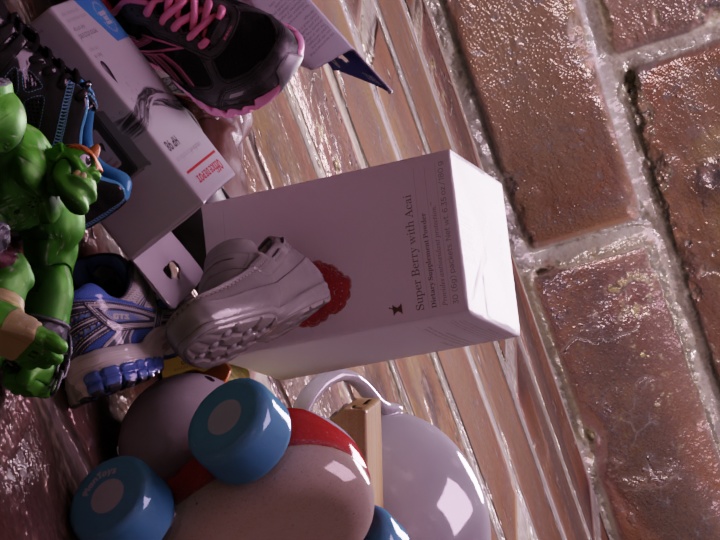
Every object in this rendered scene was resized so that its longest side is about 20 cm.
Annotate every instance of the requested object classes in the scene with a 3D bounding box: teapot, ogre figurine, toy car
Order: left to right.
[{"bbox_3d":[-0.204,-0.029,1.257,0.200,0.097,0.121,46,45,-38],"label":"ogre figurine"},{"bbox_3d":[-0.090,0.120,1.451,0.184,0.176,0.201,48,13,-41],"label":"toy car"},{"bbox_3d":[-0.002,0.209,1.774,0.145,0.198,0.201,-13,59,-45],"label":"teapot"}]

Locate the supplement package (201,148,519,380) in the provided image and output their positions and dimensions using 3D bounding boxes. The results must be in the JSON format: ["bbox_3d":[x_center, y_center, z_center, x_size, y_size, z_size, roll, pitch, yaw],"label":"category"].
[{"bbox_3d":[0.000,0.000,1.630,0.120,0.198,0.122,23,57,-65],"label":"supplement package"}]

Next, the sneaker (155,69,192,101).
[{"bbox_3d":[-0.139,-0.177,1.722,0.082,0.078,0.200,32,20,-16],"label":"sneaker"}]

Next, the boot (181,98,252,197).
[{"bbox_3d":[-0.131,-0.124,1.845,0.201,0.064,0.187,-89,158,-43],"label":"boot"}]

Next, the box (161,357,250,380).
[{"bbox_3d":[-0.105,0.133,1.620,0.075,0.050,0.202,54,22,-60],"label":"box"}]

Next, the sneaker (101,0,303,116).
[{"bbox_3d":[-0.125,-0.171,1.525,0.079,0.199,0.095,-57,138,-11],"label":"sneaker"}]

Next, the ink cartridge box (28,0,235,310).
[{"bbox_3d":[-0.151,-0.082,1.474,0.201,0.067,0.116,52,13,-5],"label":"ink cartridge box"}]

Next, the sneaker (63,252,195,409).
[{"bbox_3d":[-0.152,0.024,1.476,0.200,0.076,0.086,-46,116,-78],"label":"sneaker"}]

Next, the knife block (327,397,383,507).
[{"bbox_3d":[-0.008,0.221,1.676,0.176,0.200,0.064,44,11,3],"label":"knife block"}]

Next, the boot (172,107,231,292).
[{"bbox_3d":[-0.144,-0.063,1.646,0.183,0.072,0.200,62,2,9],"label":"boot"}]

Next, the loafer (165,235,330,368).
[{"bbox_3d":[-0.083,0.016,1.484,0.070,0.070,0.200,54,18,5],"label":"loafer"}]

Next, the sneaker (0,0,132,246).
[{"bbox_3d":[-0.206,-0.118,1.380,0.073,0.081,0.201,-74,145,-67],"label":"sneaker"}]

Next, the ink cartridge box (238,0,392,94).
[{"bbox_3d":[-0.075,-0.201,1.662,0.200,0.043,0.196,48,-3,-16],"label":"ink cartridge box"}]
